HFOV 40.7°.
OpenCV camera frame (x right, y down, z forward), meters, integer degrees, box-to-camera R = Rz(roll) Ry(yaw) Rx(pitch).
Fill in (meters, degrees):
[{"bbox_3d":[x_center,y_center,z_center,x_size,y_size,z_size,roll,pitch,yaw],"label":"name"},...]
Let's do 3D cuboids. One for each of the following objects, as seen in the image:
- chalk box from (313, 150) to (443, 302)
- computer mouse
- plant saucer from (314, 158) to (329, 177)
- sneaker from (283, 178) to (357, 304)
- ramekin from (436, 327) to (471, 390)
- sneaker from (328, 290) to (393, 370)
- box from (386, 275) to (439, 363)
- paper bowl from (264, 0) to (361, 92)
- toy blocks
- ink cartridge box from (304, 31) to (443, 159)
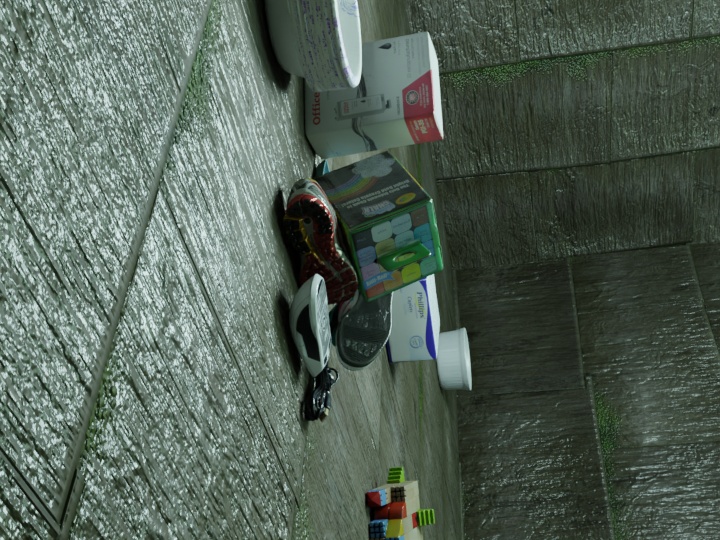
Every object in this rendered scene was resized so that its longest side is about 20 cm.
[{"bbox_3d":[0.032,-0.052,1.325,0.200,0.124,0.124,-123,-164,-50],"label":"chalk box"},{"bbox_3d":[-0.063,0.092,1.234,0.110,0.044,0.201,-73,162,-56],"label":"computer mouse"},{"bbox_3d":[-0.060,-0.084,1.428,0.201,0.019,0.070,-85,165,-53],"label":"plant saucer"},{"bbox_3d":[-0.049,-0.035,1.284,0.082,0.077,0.201,-93,174,-49],"label":"sneaker"},{"bbox_3d":[0.300,0.289,3.125,0.200,0.097,0.202,-6,90,-80],"label":"ramekin"},{"bbox_3d":[-0.009,0.087,1.378,0.201,0.083,0.121,-73,-174,-46],"label":"sneaker"},{"bbox_3d":[0.107,0.070,2.076,0.200,0.104,0.185,-74,157,-68],"label":"box"},{"bbox_3d":[-0.064,-0.341,1.303,0.201,0.103,0.202,-6,90,-81],"label":"paper bowl"},{"bbox_3d":[0.060,0.443,1.646,0.137,0.099,0.202,10,73,-68],"label":"toy blocks"},{"bbox_3d":[0.018,-0.261,1.462,0.083,0.198,0.148,53,32,-65],"label":"ink cartridge box"}]
